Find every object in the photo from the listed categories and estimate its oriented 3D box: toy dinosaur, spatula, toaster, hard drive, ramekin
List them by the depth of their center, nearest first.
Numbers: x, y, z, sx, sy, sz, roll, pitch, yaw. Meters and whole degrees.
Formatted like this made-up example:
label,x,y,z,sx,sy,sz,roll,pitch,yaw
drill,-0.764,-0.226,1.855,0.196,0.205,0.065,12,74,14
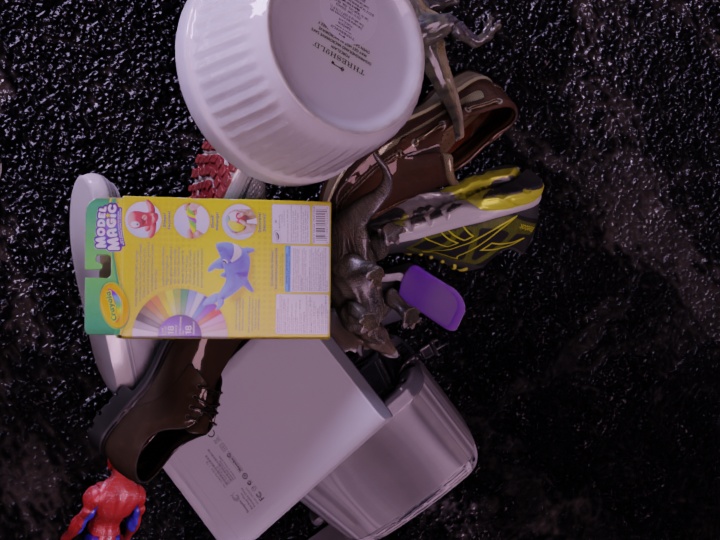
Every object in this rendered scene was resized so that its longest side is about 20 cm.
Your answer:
label,x,y,z,sx,sy,sz,roll,pitch,yaw
ramekin,-0.041,-0.176,1.270,0.200,0.105,0.200,8,76,-35
toy dinosaur,-0.003,0.000,1.319,0.077,0.102,0.200,-23,114,-31
hard drive,-0.083,0.138,1.351,0.200,0.027,0.132,-44,77,22
toy dinosaur,0.068,-0.218,1.363,0.088,0.047,0.200,-30,88,-16
spatula,0.000,0.000,1.385,0.200,0.057,0.021,20,53,-1
toaster,0.017,0.153,1.424,0.200,0.114,0.129,-37,121,4

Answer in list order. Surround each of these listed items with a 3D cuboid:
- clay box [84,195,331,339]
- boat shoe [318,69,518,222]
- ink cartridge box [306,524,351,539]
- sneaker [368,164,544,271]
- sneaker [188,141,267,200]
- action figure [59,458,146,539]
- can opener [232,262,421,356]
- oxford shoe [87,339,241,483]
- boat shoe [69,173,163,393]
label,x,y,z,sx,sy,sz,roll,pitch,yaw
clay box,-0.125,-0.001,1.266,0.200,0.048,0.115,1,87,-13
boat shoe,0.055,-0.102,1.375,0.202,0.075,0.075,-41,140,-13
ink cartridge box,-0.010,0.355,1.505,0.117,0.067,0.200,-34,115,-9
sneaker,0.079,-0.031,1.425,0.200,0.074,0.085,-14,121,-12
sneaker,-0.108,-0.046,1.349,0.082,0.078,0.200,8,111,-29
action figure,-0.234,0.248,1.389,0.065,0.052,0.200,6,109,-29
can opener,-0.033,0.052,1.426,0.200,0.053,0.067,-17,144,-18
oxford shoe,-0.140,0.098,1.321,0.200,0.084,0.073,-53,147,8
boat shoe,-0.198,0.008,1.324,0.068,0.072,0.200,-18,110,-27
